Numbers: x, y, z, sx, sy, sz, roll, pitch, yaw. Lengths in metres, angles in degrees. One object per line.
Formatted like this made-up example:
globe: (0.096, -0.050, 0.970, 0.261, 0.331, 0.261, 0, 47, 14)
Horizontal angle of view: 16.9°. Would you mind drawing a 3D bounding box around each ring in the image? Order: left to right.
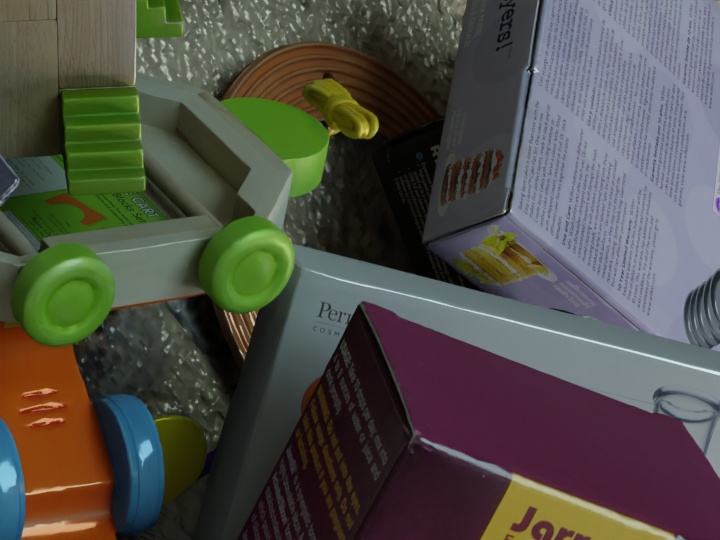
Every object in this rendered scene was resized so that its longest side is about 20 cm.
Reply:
ring: (0.000, 0.000, 1.031, 0.200, 0.019, 0.201, 22, 59, -43)

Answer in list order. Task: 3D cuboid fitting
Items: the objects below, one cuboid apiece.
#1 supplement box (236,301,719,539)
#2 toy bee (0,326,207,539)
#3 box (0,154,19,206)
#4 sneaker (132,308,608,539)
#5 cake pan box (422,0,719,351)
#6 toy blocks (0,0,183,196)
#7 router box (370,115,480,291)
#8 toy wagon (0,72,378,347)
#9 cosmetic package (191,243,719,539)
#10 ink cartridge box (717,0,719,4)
supplement box: (0.020, 0.133, 0.786, 0.130, 0.201, 0.103, 21, 18, -17)
toy bee: (-0.115, 0.090, 0.808, 0.130, 0.109, 0.201, 12, 46, -16)
box: (-0.229, 0.014, 0.608, 0.123, 0.199, 0.199, 55, 40, -16)
sneaker: (0.003, 0.069, 0.935, 0.199, 0.100, 0.070, -23, 108, -11)
cake pan box: (0.114, -0.052, 1.034, 0.184, 0.052, 0.201, 37, 50, -37)
toy blocks: (-0.107, -0.136, 0.809, 0.200, 0.099, 0.137, -107, -163, -53)
router box: (0.101, 0.013, 1.080, 0.150, 0.062, 0.201, -24, 94, -52)
toy wagon: (-0.084, -0.033, 0.833, 0.199, 0.040, 0.155, -9, 36, -34)
cosmetic package: (0.046, 0.087, 0.869, 0.199, 0.052, 0.152, 14, 97, -16)
ink cartridge box: (0.200, -0.073, 1.256, 0.200, 0.075, 0.166, 2, 75, -50)
